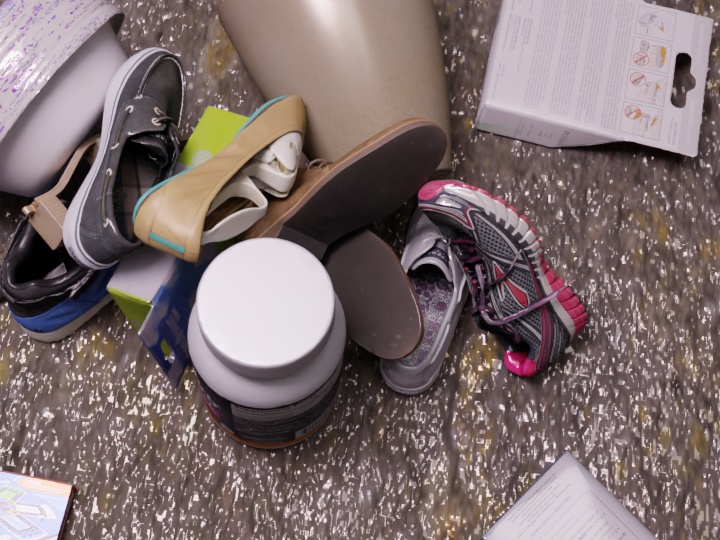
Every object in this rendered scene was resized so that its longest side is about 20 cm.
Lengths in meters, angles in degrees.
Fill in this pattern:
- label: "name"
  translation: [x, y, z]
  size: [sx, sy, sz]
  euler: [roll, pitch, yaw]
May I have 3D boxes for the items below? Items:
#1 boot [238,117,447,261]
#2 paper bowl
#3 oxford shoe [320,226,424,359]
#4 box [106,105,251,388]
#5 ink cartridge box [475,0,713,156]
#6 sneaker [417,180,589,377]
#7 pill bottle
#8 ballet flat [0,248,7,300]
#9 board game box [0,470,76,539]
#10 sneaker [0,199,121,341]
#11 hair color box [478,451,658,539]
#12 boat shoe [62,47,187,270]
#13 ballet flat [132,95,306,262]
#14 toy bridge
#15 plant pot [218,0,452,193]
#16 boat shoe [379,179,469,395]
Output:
- label: "boot"
  translation: [-0.023, -0.068, 0.836]
  size: [0.200, 0.074, 0.076]
  euler: [-35, 47, 21]
- label: "paper bowl"
  translation: [-0.265, -0.141, 0.877]
  size: [0.104, 0.201, 0.201]
  euler: [38, 69, -12]
- label: "oxford shoe"
  translation: [0.000, 0.000, 0.877]
  size: [0.071, 0.071, 0.200]
  euler: [-44, 53, 10]
- label: "box"
  translation: [-0.136, -0.018, 0.871]
  size: [0.048, 0.122, 0.200]
  euler: [19, 67, 15]
- label: "ink cartridge box"
  translation: [0.221, -0.188, 1.004]
  size: [0.200, 0.050, 0.161]
  euler: [15, 68, -1]
- label: "sneaker"
  translation: [0.111, 0.005, 0.856]
  size: [0.075, 0.081, 0.200]
  euler: [-49, 117, -14]
- label: "pill bottle"
  translation: [-0.069, 0.058, 0.803]
  size: [0.116, 0.200, 0.117]
  euler: [1, 67, -3]
- label: "ballet flat"
  translation: [-0.385, 0.015, 0.886]
  size: [0.199, 0.046, 0.068]
  euler: [-11, 68, -7]
- label: "board game box"
  translation: [-0.333, 0.199, 0.829]
  size: [0.199, 0.019, 0.103]
  euler: [11, 69, 1]
- label: "sneaker"
  translation: [-0.211, -0.032, 0.880]
  size: [0.200, 0.111, 0.077]
  euler: [-42, 76, -17]
- label: "hair color box"
  translation: [0.193, 0.248, 0.816]
  size: [0.099, 0.061, 0.200]
  euler: [-41, 75, -17]
- label: "boat shoe"
  translation: [-0.165, -0.090, 0.813]
  size: [0.057, 0.069, 0.200]
  euler: [-12, 53, 38]
- label: "ballet flat"
  translation: [-0.086, -0.066, 0.801]
  size: [0.063, 0.069, 0.200]
  euler: [32, 48, 15]
- label: "toy bridge"
  translation: [-0.195, -0.079, 0.861]
  size: [0.067, 0.027, 0.200]
  euler: [49, 39, 5]
- label: "plant pot"
  translation: [0.000, -0.160, 0.923]
  size: [0.187, 0.187, 0.200]
  euler: [-20, 84, -11]
- label: "boat shoe"
  translation: [0.060, 0.004, 0.902]
  size: [0.072, 0.069, 0.200]
  euler: [21, 69, 6]
